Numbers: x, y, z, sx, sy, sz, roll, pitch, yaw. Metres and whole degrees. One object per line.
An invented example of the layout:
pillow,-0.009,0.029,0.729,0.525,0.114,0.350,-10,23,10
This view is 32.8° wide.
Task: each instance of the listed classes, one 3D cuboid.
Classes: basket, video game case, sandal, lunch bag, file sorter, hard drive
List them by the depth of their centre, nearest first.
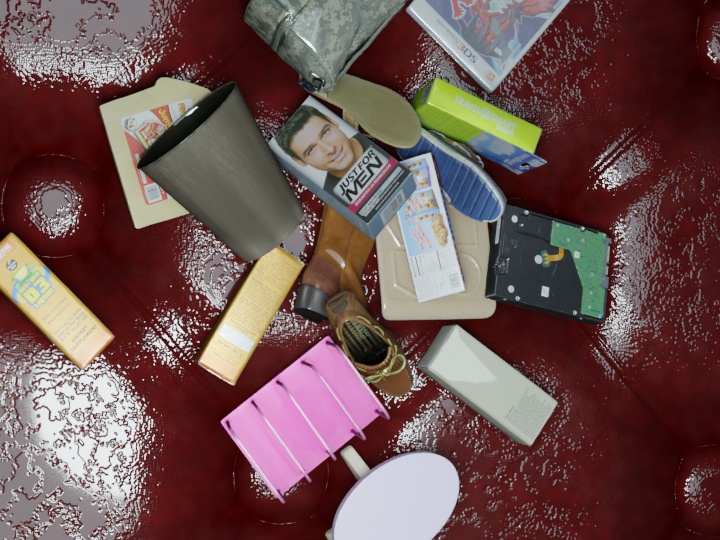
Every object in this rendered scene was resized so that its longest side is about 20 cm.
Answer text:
basket,-0.178,-0.125,1.695,0.180,0.136,0.201,-45,113,-15
file sorter,-0.075,0.210,1.718,0.199,0.125,0.140,-38,96,-8
lunch bag,-0.048,-0.374,1.740,0.167,0.139,0.201,41,75,-2
sandal,0.001,-0.233,1.793,0.210,0.070,0.078,34,68,13
hard drive,0.283,-0.007,1.836,0.197,0.038,0.142,13,77,-23
video game case,0.196,-0.405,1.862,0.182,0.023,0.201,42,79,-9

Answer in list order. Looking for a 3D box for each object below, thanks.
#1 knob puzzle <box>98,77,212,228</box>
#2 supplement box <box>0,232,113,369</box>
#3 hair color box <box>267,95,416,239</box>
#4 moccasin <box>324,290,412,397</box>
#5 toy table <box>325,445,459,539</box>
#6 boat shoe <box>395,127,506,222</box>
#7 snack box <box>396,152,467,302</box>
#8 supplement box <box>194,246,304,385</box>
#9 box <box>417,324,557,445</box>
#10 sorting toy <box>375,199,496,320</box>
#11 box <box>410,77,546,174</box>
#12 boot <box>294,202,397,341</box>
knob puzzle,-0.255,-0.176,1.742,0.216,0.030,0.224,-1,94,-23
supplement box,-0.428,0.043,1.670,0.200,0.069,0.067,45,77,-6
hair color box,-0.027,-0.147,1.736,0.199,0.061,0.099,38,80,21
moccasin,0.019,0.113,1.699,0.073,0.078,0.203,-25,131,4
toy table,0.040,0.335,1.750,0.197,0.117,0.186,-23,94,-12
boat shoe,0.144,-0.149,1.782,0.200,0.073,0.072,44,36,19
snack box,0.094,-0.061,1.750,0.071,0.024,0.203,-15,85,17
supplement box,-0.158,0.060,1.740,0.068,0.066,0.202,30,82,-10
box,0.187,0.169,1.815,0.199,0.068,0.083,38,80,-9
sorting toy,0.106,-0.029,1.803,0.182,0.036,0.204,0,81,-21
box,0.174,-0.210,1.798,0.198,0.122,0.048,25,81,-11
boot,0.000,0.000,1.788,0.186,0.068,0.203,27,66,-24
